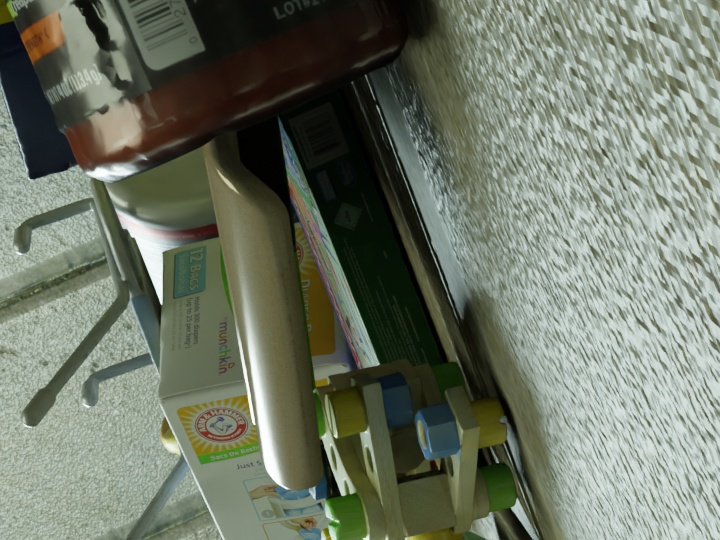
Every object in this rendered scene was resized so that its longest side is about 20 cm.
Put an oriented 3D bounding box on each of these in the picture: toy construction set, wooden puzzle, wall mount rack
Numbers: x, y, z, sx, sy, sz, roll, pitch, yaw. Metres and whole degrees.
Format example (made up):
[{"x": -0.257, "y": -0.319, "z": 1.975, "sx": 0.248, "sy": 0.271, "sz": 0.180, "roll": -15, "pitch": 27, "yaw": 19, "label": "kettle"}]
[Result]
[{"x": 0.014, "y": 0.123, "z": 0.804, "sx": 0.131, "sy": 0.091, "sz": 0.202, "roll": -131, "pitch": 46, "yaw": -65, "label": "toy construction set"}, {"x": -0.043, "y": -0.046, "z": 0.735, "sx": 0.186, "sy": 0.037, "sz": 0.201, "roll": 84, "pitch": 172, "yaw": -54, "label": "wooden puzzle"}, {"x": -0.132, "y": 0.059, "z": 1.052, "sx": 0.174, "sy": 0.074, "sz": 0.201, "roll": -112, "pitch": 3, "yaw": -54, "label": "wall mount rack"}]

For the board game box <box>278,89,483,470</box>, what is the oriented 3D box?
[{"x": 0.000, "y": 0.000, "z": 0.905, "sx": 0.135, "sy": 0.029, "sz": 0.201, "roll": -129, "pitch": 16, "yaw": -70, "label": "board game box"}]

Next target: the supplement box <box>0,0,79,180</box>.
[{"x": -0.129, "y": -0.163, "z": 0.913, "sx": 0.110, "sy": 0.108, "sz": 0.201, "roll": 90, "pitch": 164, "yaw": -64, "label": "supplement box"}]

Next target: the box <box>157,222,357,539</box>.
[{"x": -0.035, "y": 0.083, "z": 1.089, "sx": 0.201, "sy": 0.100, "sz": 0.113, "roll": 71, "pitch": -170, "yaw": -45, "label": "box"}]

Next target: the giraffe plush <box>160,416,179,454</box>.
[{"x": -0.069, "y": 0.157, "z": 1.882, "sx": 0.199, "sy": 0.173, "sz": 0.163, "roll": 5, "pitch": 138, "yaw": 45, "label": "giraffe plush"}]

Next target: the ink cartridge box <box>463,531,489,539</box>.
[{"x": 0.016, "y": 0.231, "z": 0.914, "sx": 0.048, "sy": 0.201, "sz": 0.146, "roll": 26, "pitch": -169, "yaw": -16, "label": "ink cartridge box"}]

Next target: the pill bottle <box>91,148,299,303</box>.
[{"x": -0.082, "y": -0.026, "z": 1.167, "sx": 0.201, "sy": 0.115, "sz": 0.116, "roll": 75, "pitch": 170, "yaw": -57, "label": "pill bottle"}]

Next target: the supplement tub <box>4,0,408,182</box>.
[{"x": -0.069, "y": -0.134, "z": 0.562, "sx": 0.107, "sy": 0.106, "sz": 0.201, "roll": -158, "pitch": 45, "yaw": -83, "label": "supplement tub"}]
